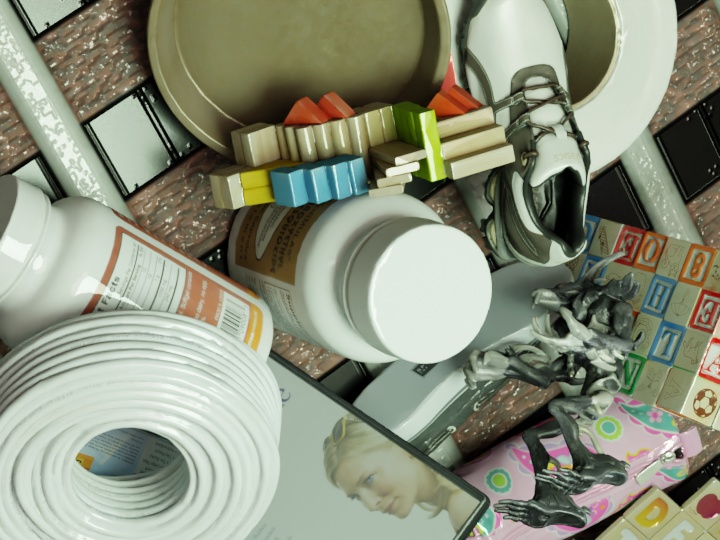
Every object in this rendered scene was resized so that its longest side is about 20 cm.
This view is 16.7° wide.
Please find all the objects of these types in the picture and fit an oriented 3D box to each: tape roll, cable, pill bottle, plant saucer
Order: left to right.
[{"bbox_3d":[-0.165,0.022,1.592,0.200,0.112,0.112,31,84,-27],"label":"pill bottle"},{"bbox_3d":[-0.148,0.112,1.548,0.200,0.069,0.200,-38,123,21],"label":"cable"},{"bbox_3d":[-0.040,-0.155,1.609,0.199,0.029,0.201,1,122,1],"label":"plant saucer"},{"bbox_3d":[0.000,0.000,1.619,0.114,0.200,0.115,-5,101,-26],"label":"pill bottle"},{"bbox_3d":[0.122,-0.166,1.724,0.202,0.071,0.203,-5,101,-25],"label":"tape roll"}]

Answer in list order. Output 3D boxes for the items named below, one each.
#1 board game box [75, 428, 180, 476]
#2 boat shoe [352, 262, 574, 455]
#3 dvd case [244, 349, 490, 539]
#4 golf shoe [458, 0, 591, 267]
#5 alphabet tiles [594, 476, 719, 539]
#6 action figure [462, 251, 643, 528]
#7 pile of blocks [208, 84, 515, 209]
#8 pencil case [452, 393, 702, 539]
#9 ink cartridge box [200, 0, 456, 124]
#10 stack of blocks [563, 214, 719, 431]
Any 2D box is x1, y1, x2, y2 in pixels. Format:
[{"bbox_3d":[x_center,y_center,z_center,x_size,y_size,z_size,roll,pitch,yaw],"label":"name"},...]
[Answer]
[{"bbox_3d":[-0.244,0.170,1.617,0.200,0.041,0.200,26,87,-28],"label":"board game box"},{"bbox_3d":[0.075,0.068,1.751,0.200,0.069,0.057,-38,135,-16],"label":"boat shoe"},{"bbox_3d":[-0.031,0.158,1.653,0.143,0.200,0.018,-53,155,-9],"label":"dvd case"},{"bbox_3d":[0.122,-0.100,1.645,0.078,0.094,0.201,-15,104,-22],"label":"golf shoe"},{"bbox_3d":[0.218,0.245,1.835,0.200,0.006,0.166,-43,126,8],"label":"alphabet tiles"},{"bbox_3d":[0.135,0.067,1.662,0.102,0.119,0.200,21,53,-18],"label":"action figure"},{"bbox_3d":[-0.004,-0.084,1.589,0.199,0.082,0.062,-11,105,4],"label":"pile of blocks"},{"bbox_3d":[0.147,0.152,1.785,0.200,0.087,0.088,-23,108,-20],"label":"pencil case"},{"bbox_3d":[-0.028,-0.187,1.621,0.160,0.050,0.201,-10,103,6],"label":"ink cartridge box"},{"bbox_3d":[0.210,0.036,1.730,0.058,0.200,0.115,22,89,-30],"label":"stack of blocks"}]
